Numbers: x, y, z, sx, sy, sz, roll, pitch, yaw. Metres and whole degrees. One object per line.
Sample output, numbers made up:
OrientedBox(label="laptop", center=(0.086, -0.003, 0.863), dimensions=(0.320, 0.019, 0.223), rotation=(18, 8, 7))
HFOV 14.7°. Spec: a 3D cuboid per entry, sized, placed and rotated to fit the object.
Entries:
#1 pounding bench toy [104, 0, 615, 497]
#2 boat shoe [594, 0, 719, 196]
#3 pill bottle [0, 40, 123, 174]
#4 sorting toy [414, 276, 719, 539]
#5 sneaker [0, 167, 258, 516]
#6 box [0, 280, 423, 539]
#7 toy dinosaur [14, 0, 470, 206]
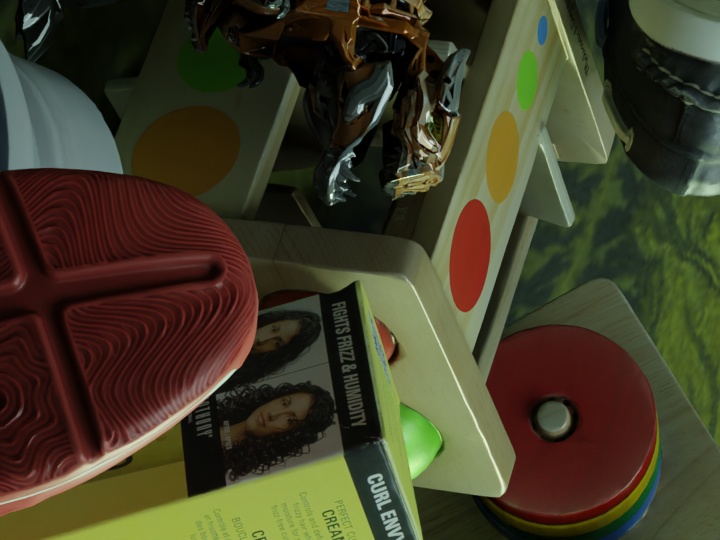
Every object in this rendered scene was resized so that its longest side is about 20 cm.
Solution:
OrientedBox(label="pounding bench toy", center=(0.000, 0.000, 0.883), dimensions=(0.200, 0.123, 0.157), rotation=(64, 38, -53))
OrientedBox(label="boat shoe", center=(0.112, -0.080, 0.907), dimensions=(0.200, 0.073, 0.061), rotation=(-82, -175, -68))
OrientedBox(label="pill bottle", center=(-0.152, -0.028, 0.696), dimensions=(0.200, 0.119, 0.120), rotation=(14, 101, -58))
OrientedBox(label="sorting toy", center=(0.046, 0.122, 0.948), dimensions=(0.199, 0.199, 0.070), rotation=(-30, 158, -3))
OrientedBox(label="sneaker", center=(-0.115, 0.041, 0.657), dimensions=(0.199, 0.079, 0.116), rotation=(-17, 164, 1))
OrientedBox(label="box", center=(-0.085, 0.067, 0.748), dimensions=(0.199, 0.075, 0.050), rotation=(-16, 126, 5))
OrientedBox(label="toy dinosaur", center=(-0.035, -0.112, 0.776), dimensions=(0.135, 0.201, 0.102), rotation=(-14, 148, -9))
